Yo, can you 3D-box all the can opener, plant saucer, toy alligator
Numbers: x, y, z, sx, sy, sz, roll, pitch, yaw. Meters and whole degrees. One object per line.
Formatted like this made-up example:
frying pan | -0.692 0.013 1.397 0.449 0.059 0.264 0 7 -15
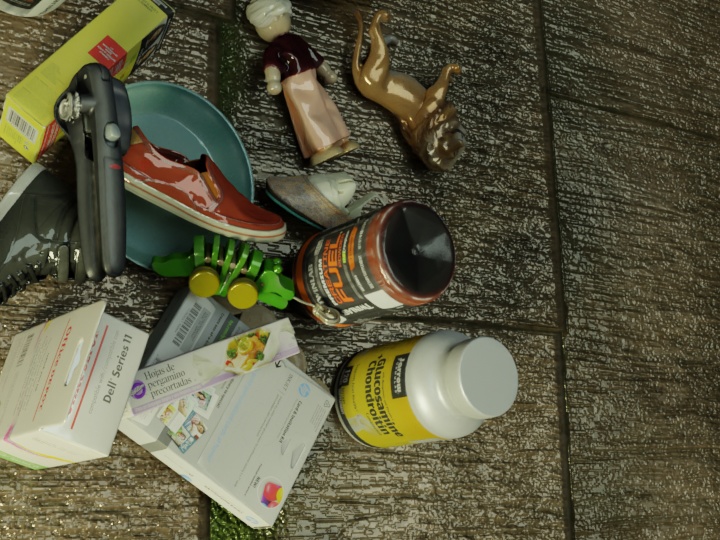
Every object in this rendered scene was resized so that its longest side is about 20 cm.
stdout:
can opener | -0.232 -0.090 1.107 0.078 0.063 0.201 5 72 -37
plant saucer | -0.202 -0.091 1.251 0.199 0.036 0.201 10 73 -35
toy alligator | -0.104 0.003 1.212 0.199 0.054 0.059 16 28 -13

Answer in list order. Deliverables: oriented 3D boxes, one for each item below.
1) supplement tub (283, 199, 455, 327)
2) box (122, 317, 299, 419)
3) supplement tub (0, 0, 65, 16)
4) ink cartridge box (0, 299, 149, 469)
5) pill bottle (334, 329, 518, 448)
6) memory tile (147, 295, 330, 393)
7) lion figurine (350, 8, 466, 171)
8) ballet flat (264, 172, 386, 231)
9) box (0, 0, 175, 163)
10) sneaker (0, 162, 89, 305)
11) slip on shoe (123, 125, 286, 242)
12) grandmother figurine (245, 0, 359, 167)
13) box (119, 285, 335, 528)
supplement tub | 0.000 0.000 1.276 0.106 0.200 0.108 11 72 -34
box | -0.148 0.092 1.173 0.199 0.041 0.039 -19 89 -38
supplement tub | -0.286 -0.325 1.140 0.122 0.200 0.123 9 74 -35
ink cartridge box | -0.252 0.102 1.062 0.067 0.200 0.118 28 64 -28
pill bottle | 0.069 0.124 1.298 0.112 0.200 0.113 10 72 -35
memory tile | -0.125 0.109 1.273 0.200 0.017 0.153 54 54 -13
lion figurine | 0.049 -0.211 1.457 0.199 0.072 0.123 31 74 -11
ballet flat | -0.016 -0.068 1.360 0.200 0.068 0.067 32 106 -34
box | -0.266 -0.195 1.199 0.050 0.075 0.200 40 55 -1
sneaker | -0.300 -0.002 1.116 0.099 0.071 0.201 26 58 -1
slip on shoe | -0.154 -0.081 1.210 0.199 0.074 0.061 26 99 -26
grandmother figurine | -0.072 -0.216 1.370 0.201 0.060 0.121 66 25 -1
box | -0.135 0.136 1.222 0.200 0.041 0.156 40 58 -21
